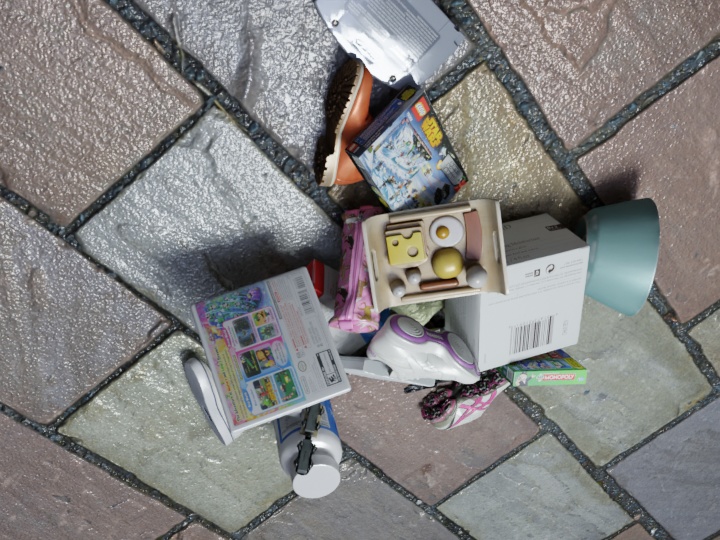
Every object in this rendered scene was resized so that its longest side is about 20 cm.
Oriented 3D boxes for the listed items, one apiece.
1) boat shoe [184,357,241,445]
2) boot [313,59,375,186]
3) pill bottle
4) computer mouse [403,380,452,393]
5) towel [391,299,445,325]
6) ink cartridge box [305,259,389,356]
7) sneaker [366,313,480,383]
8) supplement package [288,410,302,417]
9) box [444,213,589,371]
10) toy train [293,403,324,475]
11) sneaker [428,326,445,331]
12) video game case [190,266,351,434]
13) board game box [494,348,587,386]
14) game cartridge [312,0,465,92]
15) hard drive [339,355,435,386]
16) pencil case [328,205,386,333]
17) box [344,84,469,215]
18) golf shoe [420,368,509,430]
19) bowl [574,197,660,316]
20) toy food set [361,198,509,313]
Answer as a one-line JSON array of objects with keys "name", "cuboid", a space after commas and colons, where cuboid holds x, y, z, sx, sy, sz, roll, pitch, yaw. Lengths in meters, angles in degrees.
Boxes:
[{"name": "boat shoe", "cuboid": [-0.249, 0.222, 1.331, 0.070, 0.071, 0.200, -34, 125, -24]}, {"name": "boot", "cuboid": [0.001, -0.212, 1.094, 0.107, 0.075, 0.200, 0, 133, -18]}, {"name": "pill bottle", "cuboid": [-0.094, 0.300, 1.330, 0.112, 0.200, 0.112, -7, 125, -9]}, {"name": "computer mouse", "cuboid": [0.136, 0.192, 1.363, 0.059, 0.034, 0.200, -15, 174, 32]}, {"name": "towel", "cuboid": [0.120, 0.005, 1.287, 0.200, 0.037, 0.148, -43, 122, 15]}, {"name": "ink cartridge box", "cuboid": [-0.063, 0.057, 1.239, 0.200, 0.067, 0.116, 29, 131, -29]}, {"name": "sneaker", "cuboid": [0.100, 0.136, 1.183, 0.200, 0.075, 0.100, 27, 123, -25]}, {"name": "supplement package", "cuboid": [-0.135, 0.145, 1.210, 0.114, 0.110, 0.200, 12, 149, -1]}, {"name": "box", "cuboid": [0.255, 0.035, 1.251, 0.199, 0.131, 0.200, -14, 123, -16]}, {"name": "toy train", "cuboid": [-0.080, 0.247, 1.257, 0.034, 0.200, 0.046, 12, 145, -2]}, {"name": "sneaker", "cuboid": [0.111, 0.137, 1.360, 0.200, 0.090, 0.078, 9, 82, -38]}, {"name": "video game case", "cuboid": [-0.133, 0.113, 1.096, 0.182, 0.200, 0.024, -19, 165, -9]}, {"name": "board game box", "cuboid": [0.290, 0.150, 1.327, 0.134, 0.200, 0.029, -1, 106, -14]}, {"name": "game cartridge", "cuboid": [0.035, -0.342, 1.036, 0.133, 0.040, 0.200, -45, 122, 12]}, {"name": "hard drive", "cuboid": [0.023, 0.171, 1.291, 0.132, 0.200, 0.027, 15, 80, -22]}, {"name": "pencil case", "cuboid": [0.000, 0.000, 1.163, 0.086, 0.083, 0.200, 16, 74, -34]}, {"name": "box", "cuboid": [0.074, -0.156, 1.116, 0.137, 0.040, 0.200, -46, 137, -8]}, {"name": "golf shoe", "cuboid": [0.218, 0.243, 1.454, 0.200, 0.073, 0.092, -34, 131, 22]}, {"name": "bowl", "cuboid": [0.418, -0.030, 1.263, 0.105, 0.201, 0.201, 9, 123, 4]}, {"name": "toy food set", "cuboid": [0.109, -0.019, 1.093, 0.200, 0.060, 0.144, -8, 103, 5]}]
